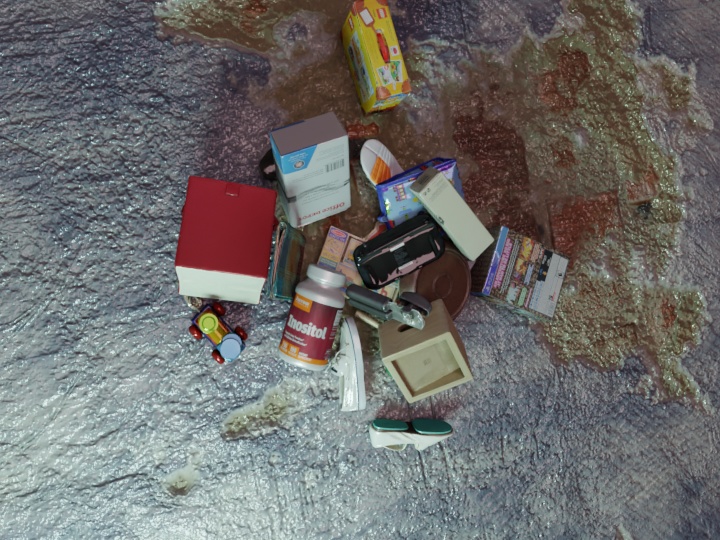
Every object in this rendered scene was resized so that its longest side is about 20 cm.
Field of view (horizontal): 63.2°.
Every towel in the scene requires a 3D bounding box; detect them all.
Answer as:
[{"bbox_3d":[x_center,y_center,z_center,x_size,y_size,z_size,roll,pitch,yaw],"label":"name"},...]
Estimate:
[{"bbox_3d":[-0.146,-0.014,1.197,0.021,0.200,0.152,8,86,8],"label":"towel"}]

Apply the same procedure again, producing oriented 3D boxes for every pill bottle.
[{"bbox_3d":[-0.097,0.095,1.233,0.110,0.113,0.206,16,94,-13],"label":"pill bottle"}]

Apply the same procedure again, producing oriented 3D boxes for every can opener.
[{"bbox_3d":[0.060,0.066,1.224,0.067,0.196,0.054,-47,138,-28],"label":"can opener"}]

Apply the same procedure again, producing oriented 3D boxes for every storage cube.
[{"bbox_3d":[-0.263,-0.053,1.155,0.194,0.171,0.186,9,69,-13],"label":"storage cube"}]

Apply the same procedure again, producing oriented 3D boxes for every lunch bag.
[{"bbox_3d":[0.129,-0.145,1.306,0.195,0.094,0.155,-23,109,-16],"label":"lunch bag"}]

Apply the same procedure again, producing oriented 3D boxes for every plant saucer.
[{"bbox_3d":[0.177,0.033,1.310,0.195,0.034,0.207,-5,100,-27],"label":"plant saucer"}]

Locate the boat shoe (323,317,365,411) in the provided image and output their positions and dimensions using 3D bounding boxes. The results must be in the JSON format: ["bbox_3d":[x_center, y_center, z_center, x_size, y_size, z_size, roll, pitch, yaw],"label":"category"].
[{"bbox_3d":[-0.040,0.209,1.285,0.083,0.075,0.209,-7,99,-12],"label":"boat shoe"}]

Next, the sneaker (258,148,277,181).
[{"bbox_3d":[-0.132,-0.260,1.268,0.196,0.079,0.077,-29,95,-13],"label":"sneaker"}]

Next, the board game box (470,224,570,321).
[{"bbox_3d":[0.371,0.009,1.382,0.195,0.097,0.164,22,83,-13],"label":"board game box"}]

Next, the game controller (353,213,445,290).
[{"bbox_3d":[0.083,-0.041,1.263,0.196,0.042,0.107,-26,88,2],"label":"game controller"}]

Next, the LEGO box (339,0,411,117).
[{"bbox_3d":[0.029,-0.462,1.281,0.075,0.149,0.206,-17,93,-14],"label":"LEGO box"}]

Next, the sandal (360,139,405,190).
[{"bbox_3d":[0.060,-0.209,1.332,0.206,0.059,0.080,41,74,-32],"label":"sandal"}]

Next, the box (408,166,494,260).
[{"bbox_3d":[0.195,-0.121,1.249,0.068,0.082,0.200,-42,110,2],"label":"box"}]

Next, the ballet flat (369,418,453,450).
[{"bbox_3d":[0.113,0.375,1.325,0.193,0.069,0.072,4,87,-10],"label":"ballet flat"}]

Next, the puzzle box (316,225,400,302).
[{"bbox_3d":[0.000,0.000,1.301,0.195,0.025,0.137,21,90,-6],"label":"puzzle box"}]

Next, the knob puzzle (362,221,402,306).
[{"bbox_3d":[0.094,-0.029,1.345,0.212,0.030,0.228,1,88,-15],"label":"knob puzzle"}]

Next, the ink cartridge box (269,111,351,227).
[{"bbox_3d":[-0.100,-0.205,1.211,0.141,0.203,0.085,-21,55,-15],"label":"ink cartridge box"}]

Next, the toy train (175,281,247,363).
[{"bbox_3d":[-0.313,0.101,1.187,0.085,0.115,0.201,-43,99,-12],"label":"toy train"}]

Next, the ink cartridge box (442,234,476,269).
[{"bbox_3d":[0.187,0.015,1.353,0.099,0.039,0.202,39,80,-27],"label":"ink cartridge box"}]

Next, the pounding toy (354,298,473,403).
[{"bbox_3d":[0.112,0.160,1.266,0.195,0.144,0.186,-23,126,13],"label":"pounding toy"}]
